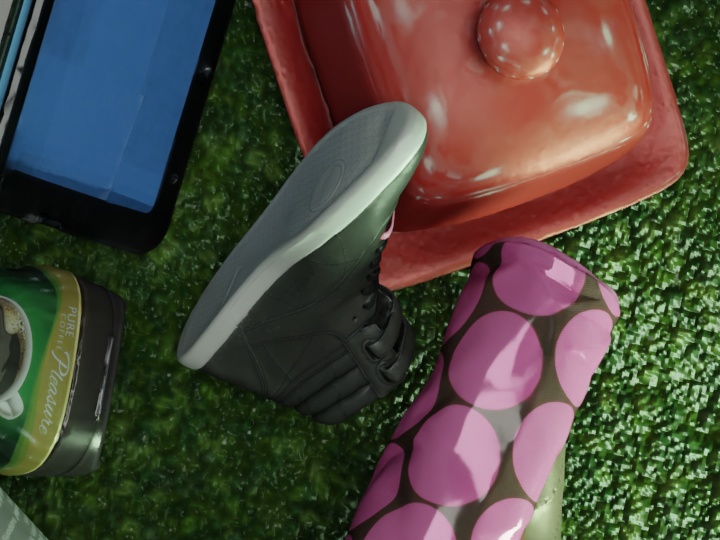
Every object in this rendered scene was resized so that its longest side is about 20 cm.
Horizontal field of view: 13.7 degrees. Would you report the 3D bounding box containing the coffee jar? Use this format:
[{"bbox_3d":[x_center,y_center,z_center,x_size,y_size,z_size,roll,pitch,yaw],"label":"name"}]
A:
[{"bbox_3d":[-0.209,0.036,1.434,0.199,0.085,0.105,16,77,-32],"label":"coffee jar"}]

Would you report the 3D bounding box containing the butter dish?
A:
[{"bbox_3d":[0.065,-0.111,1.490,0.199,0.148,0.201,-19,91,-11],"label":"butter dish"}]

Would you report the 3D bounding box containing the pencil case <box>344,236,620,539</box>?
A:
[{"bbox_3d":[0.051,0.084,1.468,0.090,0.094,0.201,31,78,-11],"label":"pencil case"}]

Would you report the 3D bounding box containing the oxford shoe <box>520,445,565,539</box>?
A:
[{"bbox_3d":[0.072,0.120,1.533,0.070,0.075,0.201,4,71,26],"label":"oxford shoe"}]

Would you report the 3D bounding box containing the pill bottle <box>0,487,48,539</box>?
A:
[{"bbox_3d":[-0.172,0.176,1.375,0.114,0.114,0.200,-43,105,-9],"label":"pill bottle"}]

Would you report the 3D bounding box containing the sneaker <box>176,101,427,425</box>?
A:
[{"bbox_3d":[0.000,0.000,1.476,0.099,0.200,0.071,29,39,-17],"label":"sneaker"}]

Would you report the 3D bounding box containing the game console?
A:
[{"bbox_3d":[-0.121,-0.117,1.439,0.116,0.176,0.201,16,89,-5],"label":"game console"}]
